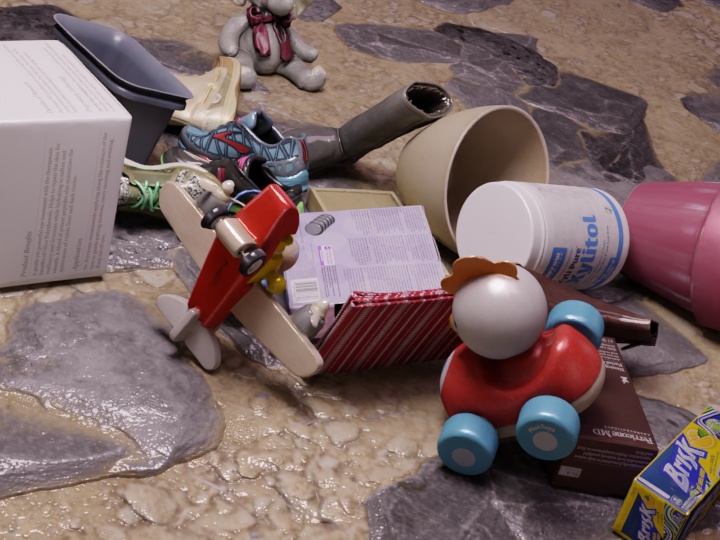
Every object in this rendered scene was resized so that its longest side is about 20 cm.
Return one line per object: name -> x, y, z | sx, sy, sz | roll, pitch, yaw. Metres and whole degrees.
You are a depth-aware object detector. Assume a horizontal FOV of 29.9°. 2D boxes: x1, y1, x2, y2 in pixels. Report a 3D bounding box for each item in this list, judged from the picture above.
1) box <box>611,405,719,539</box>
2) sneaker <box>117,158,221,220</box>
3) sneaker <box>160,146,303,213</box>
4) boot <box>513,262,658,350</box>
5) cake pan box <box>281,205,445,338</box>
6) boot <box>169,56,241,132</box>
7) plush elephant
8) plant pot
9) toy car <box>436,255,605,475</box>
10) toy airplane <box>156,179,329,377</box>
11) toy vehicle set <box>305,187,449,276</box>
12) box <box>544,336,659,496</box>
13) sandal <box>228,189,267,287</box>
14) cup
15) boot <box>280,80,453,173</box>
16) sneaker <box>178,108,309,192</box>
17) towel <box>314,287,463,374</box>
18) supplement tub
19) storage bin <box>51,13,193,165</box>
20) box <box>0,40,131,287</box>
box -> 0.337, 0.217, 1.391 | 0.064, 0.071, 0.199 | 31, 33, 23
sneaker -> -0.257, -0.089, 1.582 | 0.197, 0.078, 0.089 | 10, 19, 3
sneaker -> -0.154, -0.115, 1.675 | 0.198, 0.085, 0.077 | 23, 30, 10
boot -> 0.251, 0.043, 1.543 | 0.165, 0.073, 0.200 | 8, -8, 23
cake pan box -> 0.000, 0.000, 1.551 | 0.182, 0.053, 0.201 | -6, 36, -6
boot -> -0.247, -0.255, 1.871 | 0.154, 0.073, 0.201 | 13, 35, -12
plush elephant -> -0.137, -0.382, 2.054 | 0.163, 0.156, 0.201 | 0, 34, -27
plant pot -> 0.438, -0.034, 1.760 | 0.178, 0.202, 0.199 | 17, 25, 34
toy car -> 0.134, 0.064, 1.355 | 0.175, 0.201, 0.185 | -16, 29, 32
toy airplane -> -0.121, 0.005, 1.389 | 0.198, 0.202, 0.141 | 4, 20, 41
toy vehicle set -> 0.019, -0.040, 1.698 | 0.123, 0.027, 0.201 | 2, 33, -25
box -> 0.242, 0.149, 1.456 | 0.099, 0.076, 0.201 | 10, 32, -12
sandal -> -0.136, -0.025, 1.537 | 0.079, 0.088, 0.201 | 13, 32, -10
cup -> 0.129, -0.119, 1.754 | 0.199, 0.203, 0.142 | -12, 18, -41
boot -> 0.000, -0.185, 1.771 | 0.181, 0.073, 0.199 | -18, 3, -44
sneaker -> -0.145, -0.168, 1.744 | 0.198, 0.097, 0.079 | 19, 23, 23
towel -> 0.046, 0.061, 1.432 | 0.198, 0.145, 0.023 | -4, 57, -31
supplement tub -> 0.230, -0.042, 1.679 | 0.199, 0.133, 0.132 | -1, 33, -43
storage bin -> -0.316, -0.210, 1.693 | 0.145, 0.135, 0.200 | 7, 29, -48
box -> -0.373, -0.118, 1.453 | 0.170, 0.201, 0.200 | -8, 36, -36
